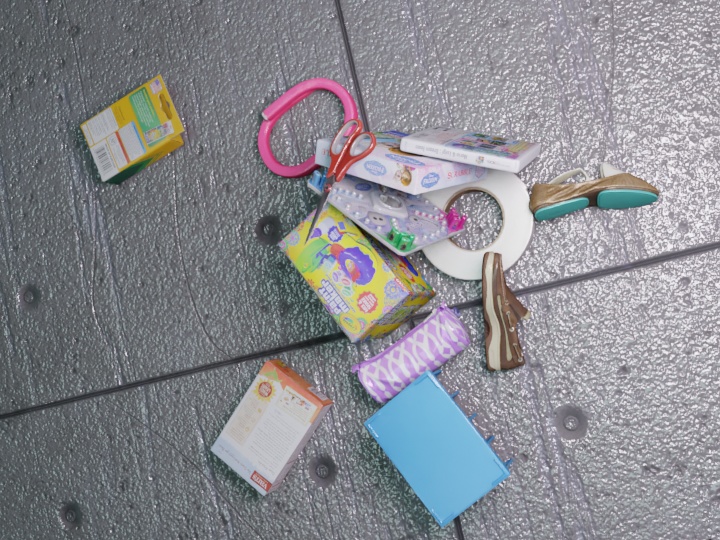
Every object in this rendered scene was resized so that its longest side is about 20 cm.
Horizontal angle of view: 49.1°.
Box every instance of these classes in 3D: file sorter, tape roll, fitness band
[{"bbox_3d":[0.132,0.277,1.278,0.139,0.123,0.200,-41,78,12],"label":"file sorter"},{"bbox_3d":[0.191,-0.084,1.313,0.202,0.037,0.204,0,89,19],"label":"tape roll"},{"bbox_3d":[-0.098,-0.255,1.411,0.200,0.037,0.144,-34,79,16],"label":"fitness band"}]

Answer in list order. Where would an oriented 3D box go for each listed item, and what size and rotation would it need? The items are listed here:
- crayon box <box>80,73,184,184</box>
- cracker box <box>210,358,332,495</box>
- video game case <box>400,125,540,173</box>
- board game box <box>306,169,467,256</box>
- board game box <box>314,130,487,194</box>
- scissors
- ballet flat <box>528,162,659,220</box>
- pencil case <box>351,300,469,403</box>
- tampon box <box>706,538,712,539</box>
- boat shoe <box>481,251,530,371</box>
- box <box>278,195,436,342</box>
[{"bbox_3d":[-0.426,-0.268,1.511,0.199,0.052,0.126,-27,81,16],"label":"crayon box"},{"bbox_3d":[-0.159,0.278,1.408,0.134,0.058,0.200,36,98,16],"label":"cracker box"},{"bbox_3d":[0.177,-0.193,1.236,0.181,0.200,0.024,14,110,18],"label":"video game case"},{"bbox_3d":[0.047,-0.109,1.241,0.200,0.200,0.026,38,122,22],"label":"board game box"},{"bbox_3d":[0.067,-0.175,1.244,0.199,0.199,0.041,21,115,34],"label":"board game box"},{"bbox_3d":[-0.046,-0.135,1.178,0.073,0.014,0.200,35,93,33],"label":"scissors"},{"bbox_3d":[0.364,-0.130,1.244,0.199,0.068,0.073,-9,65,11],"label":"ballet flat"},{"bbox_3d":[0.088,0.139,1.315,0.200,0.084,0.086,-39,111,12],"label":"pencil case"},{"bbox_3d":[0.451,0.508,1.166,0.199,0.126,0.151,-19,84,16],"label":"tampon box"},{"bbox_3d":[0.235,0.064,1.265,0.074,0.075,0.203,-3,113,11],"label":"boat shoe"},{"bbox_3d":[0.000,0.000,1.291,0.122,0.193,0.200,-41,78,13],"label":"box"}]
